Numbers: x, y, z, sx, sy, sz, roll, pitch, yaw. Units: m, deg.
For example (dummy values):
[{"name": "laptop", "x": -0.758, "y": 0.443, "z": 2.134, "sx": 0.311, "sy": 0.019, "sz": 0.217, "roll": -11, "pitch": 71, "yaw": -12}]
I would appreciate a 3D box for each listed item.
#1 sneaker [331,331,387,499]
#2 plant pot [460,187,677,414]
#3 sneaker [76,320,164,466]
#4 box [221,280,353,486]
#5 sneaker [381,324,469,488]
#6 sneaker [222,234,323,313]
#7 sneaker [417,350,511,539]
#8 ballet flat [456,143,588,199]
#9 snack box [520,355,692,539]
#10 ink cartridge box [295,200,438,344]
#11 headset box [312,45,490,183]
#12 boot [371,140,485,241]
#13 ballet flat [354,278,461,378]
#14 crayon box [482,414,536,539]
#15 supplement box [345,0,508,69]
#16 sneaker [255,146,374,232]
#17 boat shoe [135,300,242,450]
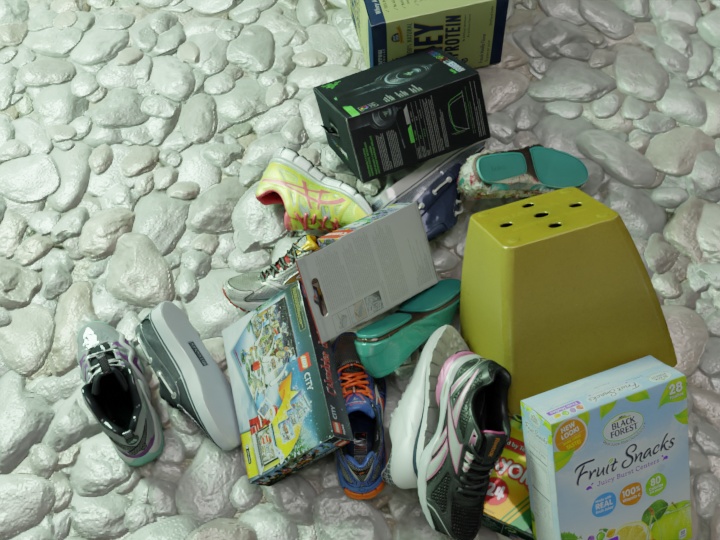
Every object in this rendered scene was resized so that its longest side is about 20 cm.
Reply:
[{"name": "sneaker", "x": -0.001, "y": 0.161, "z": 1.156, "sx": 0.074, "sy": 0.079, "sz": 0.202, "roll": -8, "pitch": 61, "yaw": -3}, {"name": "plant pot", "x": 0.218, "y": 0.018, "z": 1.120, "sx": 0.197, "sy": 0.179, "sz": 0.200, "roll": -16, "pitch": 21, "yaw": -6}, {"name": "sneaker", "x": -0.294, "y": 0.120, "z": 1.156, "sx": 0.077, "sy": 0.140, "sz": 0.201, "roll": -28, "pitch": 64, "yaw": -13}, {"name": "box", "x": -0.090, "y": 0.132, "z": 1.158, "sx": 0.136, "sy": 0.038, "sz": 0.202, "roll": -32, "pitch": 57, "yaw": 28}, {"name": "sneaker", "x": 0.073, "y": 0.154, "z": 1.138, "sx": 0.076, "sy": 0.080, "sz": 0.202, "roll": 37, "pitch": 53, "yaw": -28}, {"name": "sneaker", "x": -0.080, "y": -0.007, "z": 1.242, "sx": 0.198, "sy": 0.083, "sz": 0.078, "roll": -18, "pitch": 35, "yaw": -9}, {"name": "sneaker", "x": 0.116, "y": 0.187, "z": 1.037, "sx": 0.079, "sy": 0.086, "sz": 0.203, "roll": 5, "pitch": 87, "yaw": -27}, {"name": "ballet flat", "x": 0.210, "y": -0.127, "z": 1.306, "sx": 0.198, "sy": 0.064, "sz": 0.077, "roll": 0, "pitch": 73, "yaw": -29}, {"name": "snack box", "x": 0.262, "y": 0.212, "z": 1.037, "sx": 0.167, "sy": 0.203, "sz": 0.068, "roll": -16, "pitch": 20, "yaw": -18}, {"name": "ink cartridge box", "x": 0.000, "y": 0.000, "z": 1.189, "sx": 0.199, "sy": 0.110, "sz": 0.050, "roll": -26, "pitch": 16, "yaw": -35}, {"name": "headset box", "x": 0.045, "y": -0.210, "z": 1.310, "sx": 0.198, "sy": 0.094, "sz": 0.174, "roll": -20, "pitch": 28, "yaw": -8}, {"name": "boot", "x": 0.112, "y": -0.105, "z": 1.316, "sx": 0.199, "sy": 0.073, "sz": 0.091, "roll": -37, "pitch": 87, "yaw": -21}, {"name": "ballet flat", "x": 0.064, "y": 0.075, "z": 1.202, "sx": 0.067, "sy": 0.071, "sz": 0.199, "roll": 6, "pitch": 24, "yaw": 40}, {"name": "crayon box", "x": 0.180, "y": 0.200, "z": 1.142, "sx": 0.126, "sy": 0.051, "sz": 0.201, "roll": 21, "pitch": 63, "yaw": 14}, {"name": "supplement box", "x": 0.088, "y": -0.400, "z": 1.431, "sx": 0.197, "sy": 0.135, "sz": 0.202, "roll": -13, "pitch": 61, "yaw": -5}, {"name": "sneaker", "x": -0.056, "y": -0.079, "z": 1.302, "sx": 0.199, "sy": 0.078, "sz": 0.091, "roll": 32, "pitch": 75, "yaw": 25}, {"name": "boat shoe", "x": -0.211, "y": 0.137, "z": 1.190, "sx": 0.068, "sy": 0.072, "sz": 0.201, "roll": -38, "pitch": 77, "yaw": 19}]
